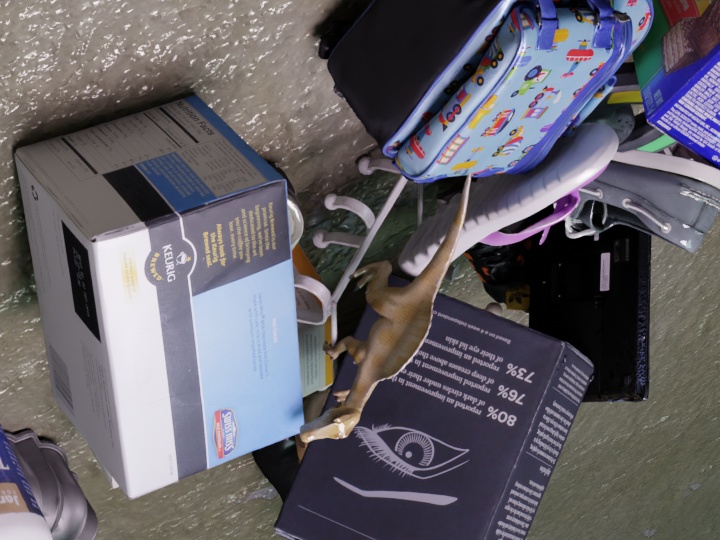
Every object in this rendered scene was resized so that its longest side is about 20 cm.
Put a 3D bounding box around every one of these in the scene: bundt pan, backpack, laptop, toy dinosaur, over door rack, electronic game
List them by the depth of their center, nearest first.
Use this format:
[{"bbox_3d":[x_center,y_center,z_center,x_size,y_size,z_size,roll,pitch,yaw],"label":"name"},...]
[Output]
[{"bbox_3d":[0.103,-0.150,1.294,0.200,0.135,0.183,-5,146,-47],"label":"backpack"},{"bbox_3d":[0.027,0.030,1.306,0.058,0.101,0.200,31,91,-19],"label":"toy dinosaur"},{"bbox_3d":[0.000,0.000,1.448,0.148,0.066,0.200,-59,156,-21],"label":"over door rack"},{"bbox_3d":[0.163,-0.104,1.480,0.199,0.042,0.200,-11,166,-3],"label":"electronic game"},{"bbox_3d":[0.181,0.015,1.504,0.103,0.178,0.200,6,172,-35],"label":"laptop"},{"bbox_3d":[-0.286,0.226,1.552,0.202,0.076,0.202,-26,135,-29],"label":"bundt pan"}]

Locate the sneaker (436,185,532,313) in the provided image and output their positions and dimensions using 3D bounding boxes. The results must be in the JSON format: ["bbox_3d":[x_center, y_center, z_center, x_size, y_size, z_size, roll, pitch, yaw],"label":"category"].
[{"bbox_3d":[0.116,-0.016,1.560,0.070,0.090,0.200,-16,168,14],"label":"sneaker"}]

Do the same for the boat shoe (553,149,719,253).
[{"bbox_3d":[0.157,-0.053,1.386,0.073,0.200,0.062,20,83,-52],"label":"boat shoe"}]

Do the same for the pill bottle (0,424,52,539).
[{"bbox_3d":[-0.280,0.171,1.388,0.111,0.200,0.111,-24,154,-13],"label":"pill bottle"}]

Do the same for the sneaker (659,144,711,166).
[{"bbox_3d":[0.290,-0.094,1.676,0.115,0.076,0.200,-10,159,-46],"label":"sneaker"}]

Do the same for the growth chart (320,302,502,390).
[{"bbox_3d":[0.025,0.067,1.654,0.144,0.018,0.200,-20,177,-26],"label":"growth chart"}]

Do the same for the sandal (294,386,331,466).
[{"bbox_3d":[-0.004,0.132,1.696,0.054,0.081,0.200,-16,-174,25],"label":"sandal"}]

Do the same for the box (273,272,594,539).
[{"bbox_3d":[0.053,0.123,1.397,0.200,0.148,0.104,-66,158,-4],"label":"box"}]

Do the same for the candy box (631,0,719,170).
[{"bbox_3d":[0.269,-0.195,1.332,0.077,0.169,0.200,29,124,-24],"label":"candy box"}]

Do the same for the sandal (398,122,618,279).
[{"bbox_3d":[0.108,-0.042,1.357,0.202,0.050,0.083,-28,-155,45],"label":"sandal"}]

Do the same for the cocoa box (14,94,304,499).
[{"bbox_3d":[-0.124,0.015,1.276,0.131,0.133,0.200,-20,128,-23],"label":"cocoa box"}]

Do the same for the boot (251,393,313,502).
[{"bbox_3d":[-0.031,0.205,1.758,0.079,0.158,0.211,-26,156,-1],"label":"boot"}]

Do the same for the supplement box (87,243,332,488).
[{"bbox_3d":[-0.120,0.071,1.523,0.200,0.074,0.126,-25,154,-15],"label":"supplement box"}]

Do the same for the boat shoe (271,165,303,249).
[{"bbox_3d":[-0.124,0.003,1.404,0.201,0.061,0.072,-37,120,13],"label":"boat shoe"}]
